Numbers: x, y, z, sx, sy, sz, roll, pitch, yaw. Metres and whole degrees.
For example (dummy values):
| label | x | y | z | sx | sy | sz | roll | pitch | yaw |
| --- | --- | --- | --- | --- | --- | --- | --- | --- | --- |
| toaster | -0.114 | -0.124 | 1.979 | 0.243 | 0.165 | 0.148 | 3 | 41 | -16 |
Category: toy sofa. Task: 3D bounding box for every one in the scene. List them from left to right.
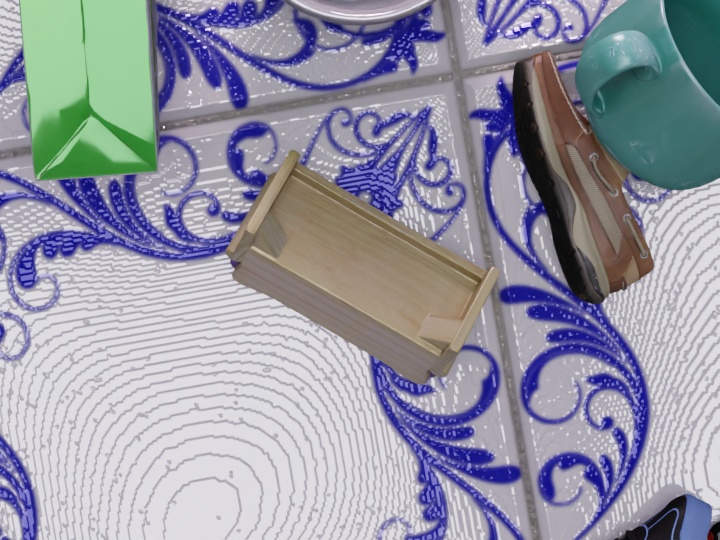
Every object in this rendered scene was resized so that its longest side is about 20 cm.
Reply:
| label | x | y | z | sx | sy | sz | roll | pitch | yaw |
| --- | --- | --- | --- | --- | --- | --- | --- | --- | --- |
| toy sofa | 0.000 | 0.000 | 1.647 | 0.200 | 0.098 | 0.083 | 30 | 66 | -2 |

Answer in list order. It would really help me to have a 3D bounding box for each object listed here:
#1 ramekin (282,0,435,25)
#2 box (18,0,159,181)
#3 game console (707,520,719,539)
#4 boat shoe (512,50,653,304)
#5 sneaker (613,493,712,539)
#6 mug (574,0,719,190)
| label | x | y | z | sx | sy | sz | roll | pitch | yaw |
| --- | --- | --- | --- | --- | --- | --- | --- | --- | --- |
| ramekin | -0.002 | -0.285 | 1.620 | 0.199 | 0.105 | 0.201 | 0 | 91 | -1 |
| box | -0.199 | -0.180 | 1.567 | 0.096 | 0.177 | 0.201 | -4 | 102 | -5 |
| game console | 0.401 | 0.239 | 1.682 | 0.199 | 0.031 | 0.177 | -29 | 88 | -1 |
| boat shoe | 0.176 | -0.077 | 1.650 | 0.074 | 0.076 | 0.201 | -19 | 98 | -8 |
| sneaker | 0.194 | 0.249 | 1.654 | 0.078 | 0.070 | 0.200 | 36 | 91 | -7 |
| mug | 0.228 | -0.146 | 1.598 | 0.185 | 0.152 | 0.114 | 33 | 133 | -26 |
